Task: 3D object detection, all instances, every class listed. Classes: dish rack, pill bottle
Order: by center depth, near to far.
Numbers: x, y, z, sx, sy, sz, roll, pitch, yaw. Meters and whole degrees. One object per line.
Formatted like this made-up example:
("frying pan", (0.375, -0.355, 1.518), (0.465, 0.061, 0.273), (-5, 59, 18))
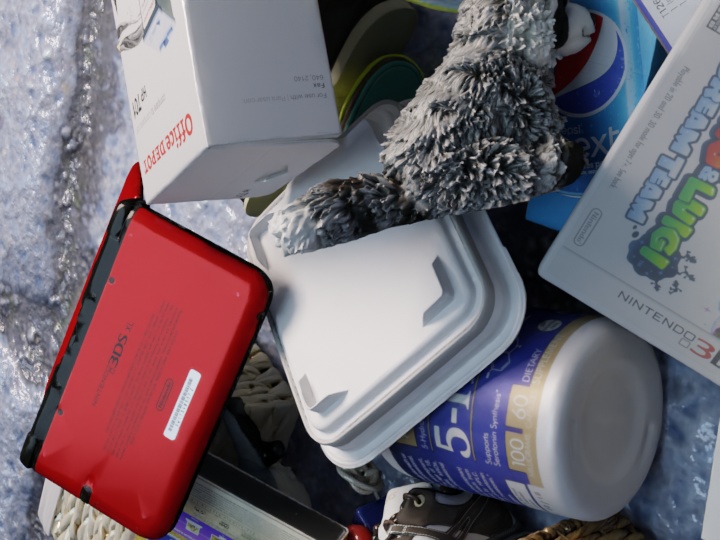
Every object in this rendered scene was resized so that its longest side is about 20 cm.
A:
("dish rack", (0.000, 0.000, 0.799), (0.172, 0.044, 0.200), (-43, 49, 26))
("pill bottle", (0.073, 0.078, 0.816), (0.200, 0.120, 0.120), (6, 100, 42))

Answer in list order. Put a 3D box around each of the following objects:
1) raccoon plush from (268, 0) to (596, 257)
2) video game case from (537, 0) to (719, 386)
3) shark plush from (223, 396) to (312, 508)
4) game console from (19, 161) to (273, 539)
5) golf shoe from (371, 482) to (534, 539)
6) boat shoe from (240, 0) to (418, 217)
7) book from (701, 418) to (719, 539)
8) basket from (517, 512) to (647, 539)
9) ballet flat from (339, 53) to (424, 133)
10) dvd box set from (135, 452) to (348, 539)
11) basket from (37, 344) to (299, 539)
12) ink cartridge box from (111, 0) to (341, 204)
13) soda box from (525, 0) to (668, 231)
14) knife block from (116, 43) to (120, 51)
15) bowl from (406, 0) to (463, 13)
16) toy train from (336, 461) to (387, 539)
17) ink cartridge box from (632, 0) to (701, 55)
("raccoon plush", (0.038, -0.096, 0.694), (0.097, 0.200, 0.134), (4, 110, 63))
("video game case", (0.213, -0.025, 0.672), (0.182, 0.024, 0.200), (32, 127, 7))
("shark plush", (-0.073, 0.190, 0.940), (0.091, 0.083, 0.200), (-112, 13, -57))
("game console", (-0.145, 0.050, 0.896), (0.172, 0.119, 0.200), (28, 105, 15))
("golf shoe", (0.026, 0.188, 0.817), (0.095, 0.200, 0.078), (53, 128, 17))
("boat shoe", (-0.035, -0.123, 0.918), (0.063, 0.074, 0.201), (49, 125, 23))
("book", (0.254, 0.062, 0.657), (0.134, 0.048, 0.200), (14, 120, 25))
("basket", (0.126, 0.267, 0.778), (0.149, 0.143, 0.200), (43, 123, 31))
("ballet flat", (0.003, -0.053, 0.909), (0.067, 0.067, 0.200), (-139, 52, -66))
("dvd box set", (-0.097, 0.231, 0.924), (0.146, 0.029, 0.200), (25, 119, 18))
("basket", (-0.148, 0.145, 1.012), (0.123, 0.136, 0.200), (41, 122, 41))
("ink cartridge box", (-0.088, -0.152, 0.773), (0.146, 0.086, 0.200), (155, 108, -65))
("soda box", (0.155, -0.118, 0.746), (0.064, 0.068, 0.200), (22, 111, 39))
("knife block", (-0.064, -0.213, 0.872), (0.064, 0.200, 0.176), (53, 157, 24))
("bowl", (0.041, -0.254, 0.773), (0.108, 0.200, 0.200), (-154, 64, -64))
("toy train", (0.009, 0.200, 0.929), (0.200, 0.085, 0.116), (58, 142, 21))
("ink cartridge box", (0.246, -0.146, 0.638), (0.200, 0.047, 0.198), (-30, 95, 42))
